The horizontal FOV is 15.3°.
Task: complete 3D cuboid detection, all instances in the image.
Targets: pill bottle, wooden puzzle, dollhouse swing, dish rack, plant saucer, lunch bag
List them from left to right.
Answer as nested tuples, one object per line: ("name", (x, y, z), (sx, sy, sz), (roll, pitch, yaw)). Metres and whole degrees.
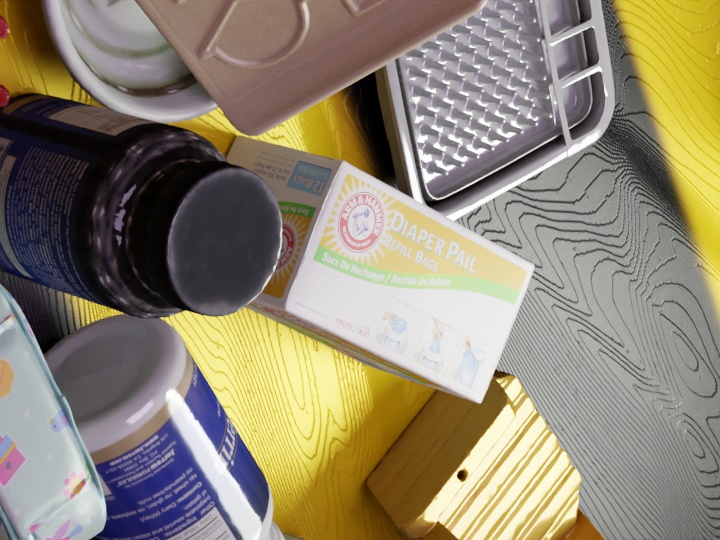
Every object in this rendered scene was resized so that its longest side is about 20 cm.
("lunch bag", (-0.238, 0.085, 1.529), (0.077, 0.160, 0.201), (-39, 119, -34))
("pill bottle", (-0.140, -0.035, 1.552), (0.111, 0.199, 0.113), (-13, 110, -40))
("plant saucer", (-0.124, -0.192, 1.628), (0.199, 0.050, 0.201), (-14, 111, -40))
("pill bottle", (-0.123, 0.134, 1.673), (0.116, 0.115, 0.200), (-46, 129, -23))
("wooden puzzle", (-0.046, -0.198, 1.585), (0.185, 0.046, 0.200), (-29, 125, 12))
("dish rack", (0.085, -0.141, 1.838), (0.200, 0.043, 0.172), (-30, 121, -33))
("dollhouse swing", (0.132, 0.196, 1.883), (0.182, 0.175, 0.200), (-50, 128, -20))

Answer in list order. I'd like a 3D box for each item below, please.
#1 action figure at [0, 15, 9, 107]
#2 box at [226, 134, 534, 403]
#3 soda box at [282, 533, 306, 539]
("action figure", (-0.288, -0.112, 1.505), (0.199, 0.052, 0.066), (-10, 112, -38))
("box", (0.000, 0.000, 1.752), (0.200, 0.112, 0.102), (27, 83, -42))
("soda box", (-0.004, 0.230, 1.749), (0.063, 0.199, 0.069), (19, 89, -45))
